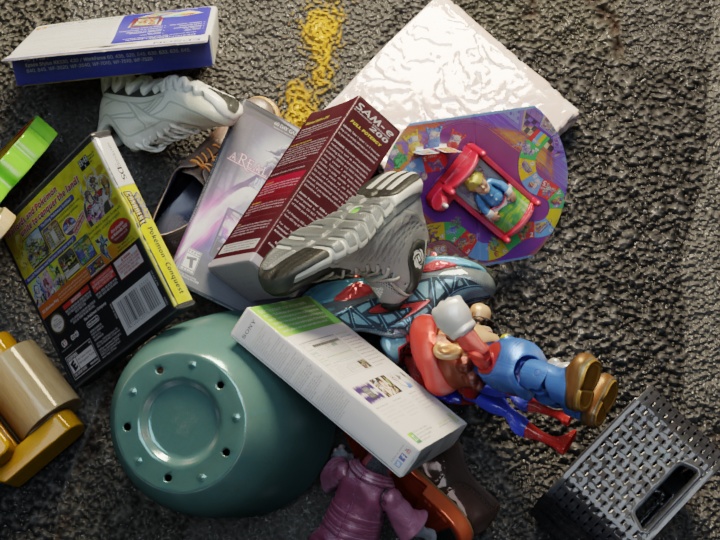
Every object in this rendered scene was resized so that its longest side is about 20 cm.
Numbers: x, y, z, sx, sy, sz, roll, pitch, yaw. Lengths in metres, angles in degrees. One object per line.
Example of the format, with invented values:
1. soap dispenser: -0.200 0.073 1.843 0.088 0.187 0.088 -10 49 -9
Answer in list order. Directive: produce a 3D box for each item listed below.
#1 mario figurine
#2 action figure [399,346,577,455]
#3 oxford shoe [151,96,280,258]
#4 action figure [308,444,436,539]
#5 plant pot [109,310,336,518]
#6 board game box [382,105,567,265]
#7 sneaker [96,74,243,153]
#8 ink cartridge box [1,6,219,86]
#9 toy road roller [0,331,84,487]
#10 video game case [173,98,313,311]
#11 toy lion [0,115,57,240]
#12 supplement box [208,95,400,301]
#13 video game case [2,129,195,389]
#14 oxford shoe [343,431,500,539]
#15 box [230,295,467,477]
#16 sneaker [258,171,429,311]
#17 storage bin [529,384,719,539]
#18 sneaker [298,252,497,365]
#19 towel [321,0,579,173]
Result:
1. mario figurine: 0.135 0.068 1.340 0.200 0.124 0.106 16 39 32
2. action figure: 0.116 0.113 1.428 0.200 0.066 0.052 20 45 22
3. oxford shoe: -0.145 -0.099 1.493 0.071 0.073 0.200 29 77 10
4. action figure: -0.015 0.231 1.351 0.134 0.149 0.200 23 99 29
5. plant pot: -0.138 0.135 1.355 0.200 0.161 0.201 -1 87 14
6. board game box: 0.120 -0.072 1.440 0.200 0.039 0.158 -9 110 -16
7. sneaker: -0.195 -0.154 1.481 0.200 0.075 0.081 11 82 45
8. ink cartridge box: -0.242 -0.220 1.474 0.197 0.200 0.047 -5 111 -1
9. toy road roller: -0.373 0.149 1.391 0.200 0.146 0.123 -39 77 -9
10. video game case: -0.095 -0.051 1.473 0.143 0.019 0.200 27 75 -23
11. toy lion: -0.382 -0.064 1.455 0.069 0.192 0.200 42 119 -16
12. supplement box: -0.055 -0.068 1.424 0.061 0.109 0.200 39 71 -20
13. video game case: -0.253 -0.006 1.386 0.025 0.200 0.181 -20 79 -46
14. oxford shoe: 0.052 0.178 1.424 0.072 0.071 0.200 -33 77 -31
15. box: -0.008 0.099 1.327 0.200 0.144 0.036 40 106 14
16. sneaker: 0.000 0.000 1.356 0.200 0.075 0.116 -36 120 -32
17. storage bin: 0.238 0.195 1.335 0.094 0.200 0.135 44 80 11
18. sneaker: 0.041 0.051 1.439 0.200 0.079 0.096 -14 58 7
19. towel: 0.092 -0.161 1.527 0.200 0.032 0.191 43 80 12
